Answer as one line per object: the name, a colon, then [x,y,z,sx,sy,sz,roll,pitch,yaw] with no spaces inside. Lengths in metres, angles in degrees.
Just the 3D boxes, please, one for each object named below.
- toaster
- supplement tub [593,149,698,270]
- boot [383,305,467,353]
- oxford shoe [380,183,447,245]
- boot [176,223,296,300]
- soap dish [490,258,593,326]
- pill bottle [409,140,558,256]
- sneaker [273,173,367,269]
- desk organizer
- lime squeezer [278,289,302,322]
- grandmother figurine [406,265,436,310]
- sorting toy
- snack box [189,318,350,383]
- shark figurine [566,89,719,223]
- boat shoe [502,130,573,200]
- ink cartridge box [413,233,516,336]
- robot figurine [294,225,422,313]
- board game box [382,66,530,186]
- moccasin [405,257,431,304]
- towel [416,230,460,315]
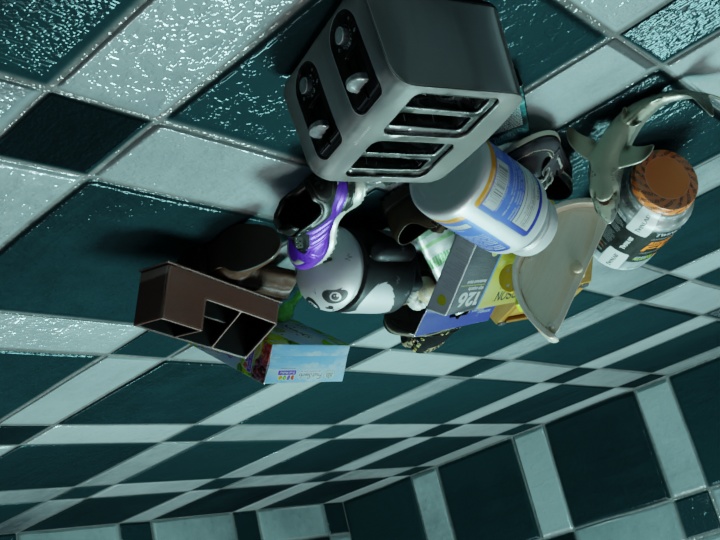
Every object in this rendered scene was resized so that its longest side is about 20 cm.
toaster: [0.045,-0.180,0.975,0.198,0.120,0.181,-2,157,-32]
supplement tub: [0.421,-0.091,1.470,0.121,0.124,0.200,-11,160,-11]
boot: [0.113,0.108,1.851,0.198,0.074,0.151,-11,160,-27]
oxford shoe: [0.115,-0.095,1.300,0.072,0.085,0.199,8,148,-42]
boot: [-0.133,-0.003,1.387,0.184,0.065,0.199,-12,161,31]
soap dish: [0.317,0.026,1.763,0.155,0.082,0.200,-9,160,-16]
pill bottle: [0.157,-0.086,1.187,0.111,0.113,0.199,-27,148,30]
sneaker: [-0.073,-0.063,1.238,0.099,0.070,0.201,-22,158,-35]
desk organizer: [-0.206,0.058,1.333,0.071,0.078,0.199,-14,154,42]
lime squeezer: [-0.146,0.050,1.504,0.197,0.072,0.038,-13,177,-4]
grandmother figurine: [0.152,-0.008,1.518,0.199,0.122,0.061,-34,-176,6]
sorting toy: [0.272,0.001,1.378,0.106,0.202,0.180,24,173,19]
snack box: [-0.144,0.115,1.533,0.167,0.069,0.199,6,-168,-46]
shark figurine: [0.362,-0.179,1.281,0.215,0.128,0.089,-47,159,15]
boat shoe: [0.242,-0.133,1.285,0.072,0.063,0.199,-25,166,20]
ink cartridge box: [0.181,0.007,1.385,0.196,0.047,0.202,-8,124,-50]
robot figurine: [-0.001,0.002,1.405,0.198,0.125,0.152,4,117,-43]
board game box: [0.103,-0.168,1.177,0.198,0.029,0.135,-19,160,8]
moccasin: [0.116,0.023,1.594,0.199,0.074,0.078,-15,129,-2]
towel: [0.174,-0.029,1.456,0.151,0.024,0.201,-25,132,4]
